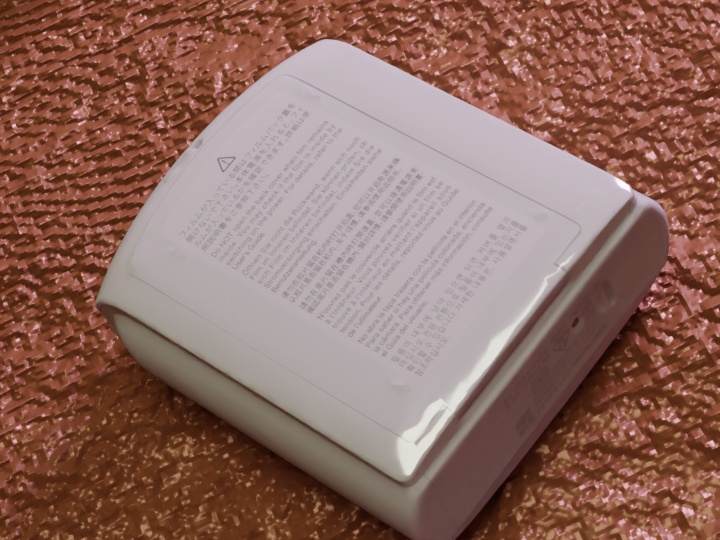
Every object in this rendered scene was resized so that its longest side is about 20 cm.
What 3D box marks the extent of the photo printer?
[{"bbox_3d":[0.000,0.000,1.015,0.199,0.070,0.167,28,70,33],"label":"photo printer"}]
